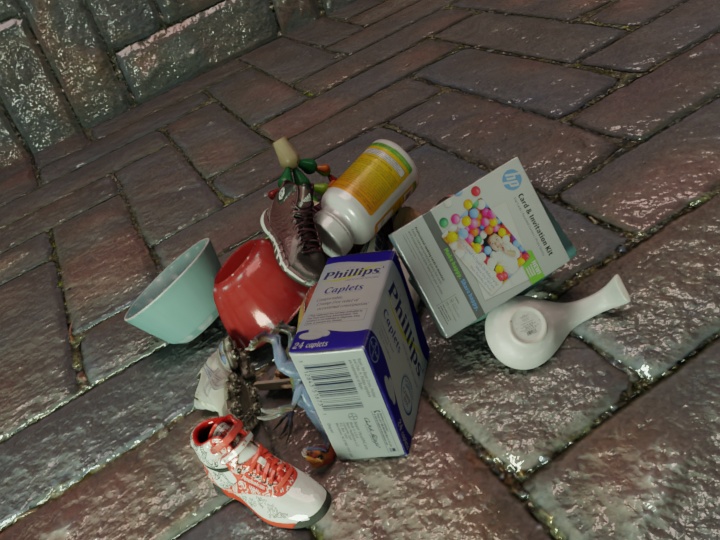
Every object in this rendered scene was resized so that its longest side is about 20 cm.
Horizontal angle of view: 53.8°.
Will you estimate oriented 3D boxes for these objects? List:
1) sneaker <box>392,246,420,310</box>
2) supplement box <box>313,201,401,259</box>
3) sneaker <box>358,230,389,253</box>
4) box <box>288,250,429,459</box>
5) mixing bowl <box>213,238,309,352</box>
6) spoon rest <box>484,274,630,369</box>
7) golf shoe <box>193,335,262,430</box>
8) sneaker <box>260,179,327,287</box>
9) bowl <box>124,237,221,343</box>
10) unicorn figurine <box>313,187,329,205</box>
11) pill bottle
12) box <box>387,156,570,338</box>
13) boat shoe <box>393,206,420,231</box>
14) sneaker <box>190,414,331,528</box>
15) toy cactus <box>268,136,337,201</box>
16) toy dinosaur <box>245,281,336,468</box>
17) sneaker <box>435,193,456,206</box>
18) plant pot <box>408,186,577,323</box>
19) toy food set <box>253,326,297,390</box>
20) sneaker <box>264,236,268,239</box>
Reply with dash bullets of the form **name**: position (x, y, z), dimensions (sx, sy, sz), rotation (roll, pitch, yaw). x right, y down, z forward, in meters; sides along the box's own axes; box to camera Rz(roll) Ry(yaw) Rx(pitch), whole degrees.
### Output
- **sneaker**: position (0.048, 0.000, 1.099), dimensions (0.072, 0.116, 0.203), rotation (-17, 38, 24)
- **supplement box**: position (-0.019, -0.088, 1.321), dimensions (0.197, 0.111, 0.061), rotation (-28, 31, -14)
- **sneaker**: position (0.000, 0.000, 1.211), dimensions (0.083, 0.078, 0.202), rotation (-11, 32, 23)
- **box**: position (0.008, 0.107, 0.932), dimensions (0.102, 0.187, 0.202), rotation (-8, 33, 20)
- **mixing bowl**: position (-0.173, 0.023, 1.177), dimensions (0.199, 0.108, 0.202), rotation (-38, 23, 19)
- **spoon rest**: position (0.262, 0.066, 0.958), dimensions (0.195, 0.061, 0.102), rotation (-20, 72, -4)
- **golf shoe**: position (-0.205, 0.191, 1.063), dimensions (0.097, 0.079, 0.201), rotation (-38, 26, 6)
- **sneaker**: position (-0.093, -0.071, 1.110), dimensions (0.074, 0.117, 0.201), rotation (0, 38, -40)
- **bowl**: position (-0.307, 0.049, 1.253), dimensions (0.199, 0.105, 0.202), rotation (-38, 18, 14)
- **unicorn figurine**: position (-0.023, -0.132, 1.441), dimensions (0.135, 0.075, 0.202), rotation (16, 60, 32)
- **pill bottle**: position (0.002, -0.118, 1.205), dimensions (0.110, 0.112, 0.200), rotation (17, 57, 46)
- **box**: position (0.158, -0.030, 0.946), dimensions (0.197, 0.158, 0.041), rotation (-30, 4, -5)
- **boat shoe**: position (0.127, -0.039, 1.200), dimensions (0.073, 0.064, 0.200), rotation (-60, 42, 17)
- **sneaker**: position (-0.132, 0.244, 0.880), dimensions (0.198, 0.110, 0.067), rotation (8, 40, 38)
- **toy cactus**: position (-0.138, -0.207, 1.536), dimensions (0.199, 0.168, 0.101), rotation (-39, 15, -36)
- **toy dinosaur**: position (-0.071, 0.152, 0.926), dimensions (0.200, 0.182, 0.105), rotation (-46, -9, 13)
- **sneaker**: position (0.180, -0.097, 1.230), dimensions (0.086, 0.076, 0.197), rotation (-6, 5, 45)
- **plant pot**: position (0.177, -0.014, 1.035), dimensions (0.199, 0.142, 0.141), rotation (-40, 6, -10)
- **toy food set**: position (-0.074, 0.093, 1.081), dimensions (0.141, 0.061, 0.202), rotation (-13, 38, 37)
- **sneaker**: position (-0.163, -0.023, 1.341), dimensions (0.082, 0.078, 0.201), rotation (0, 38, 36)
